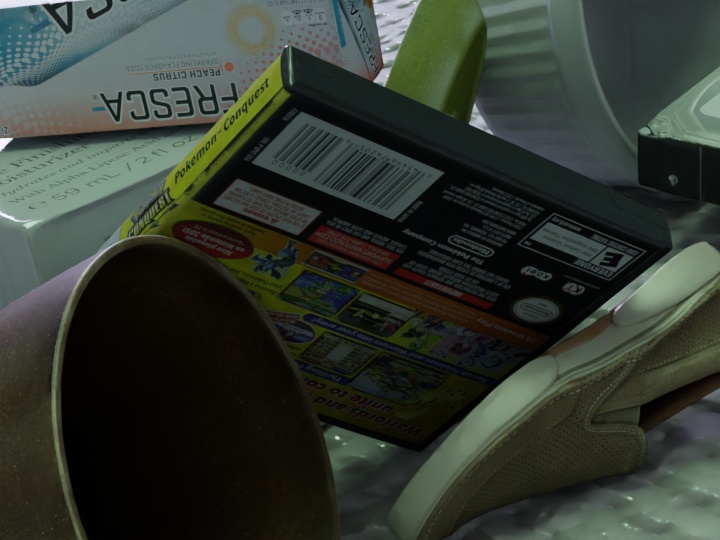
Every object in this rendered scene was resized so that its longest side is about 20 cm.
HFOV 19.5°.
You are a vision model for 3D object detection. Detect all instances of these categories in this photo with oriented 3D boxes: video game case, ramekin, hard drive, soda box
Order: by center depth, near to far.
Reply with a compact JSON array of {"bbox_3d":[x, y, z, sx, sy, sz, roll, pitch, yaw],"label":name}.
[{"bbox_3d":[0.000,0.000,0.894,0.181,0.199,0.026,-43,40,37],"label":"video game case"},{"bbox_3d":[-0.093,-0.109,0.992,0.199,0.069,0.064,-3,24,18],"label":"soda box"},{"bbox_3d":[0.265,-0.067,1.102,0.199,0.038,0.140,18,36,34],"label":"hard drive"},{"bbox_3d":[0.144,-0.142,1.210,0.105,0.201,0.200,-5,23,43],"label":"ramekin"}]

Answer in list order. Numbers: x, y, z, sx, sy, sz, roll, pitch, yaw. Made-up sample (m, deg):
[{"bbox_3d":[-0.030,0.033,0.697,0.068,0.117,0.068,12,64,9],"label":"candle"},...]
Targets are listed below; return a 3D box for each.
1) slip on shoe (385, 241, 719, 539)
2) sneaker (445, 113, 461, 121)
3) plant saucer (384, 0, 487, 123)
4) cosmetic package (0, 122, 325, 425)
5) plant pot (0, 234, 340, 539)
[{"bbox_3d":[0.101,0.066,0.923,0.200,0.076,0.061,-35,75,-23],"label":"slip on shoe"},{"bbox_3d":[0.041,0.005,1.029,0.073,0.200,0.112,29,83,26],"label":"sneaker"},{"bbox_3d":[0.030,-0.061,1.109,0.031,0.201,0.200,18,30,7],"label":"plant saucer"},{"bbox_3d":[-0.132,0.006,1.051,0.164,0.166,0.200,-28,27,-33],"label":"cosmetic package"},{"bbox_3d":[-0.141,0.105,0.856,0.199,0.188,0.187,-19,18,28],"label":"plant pot"}]
